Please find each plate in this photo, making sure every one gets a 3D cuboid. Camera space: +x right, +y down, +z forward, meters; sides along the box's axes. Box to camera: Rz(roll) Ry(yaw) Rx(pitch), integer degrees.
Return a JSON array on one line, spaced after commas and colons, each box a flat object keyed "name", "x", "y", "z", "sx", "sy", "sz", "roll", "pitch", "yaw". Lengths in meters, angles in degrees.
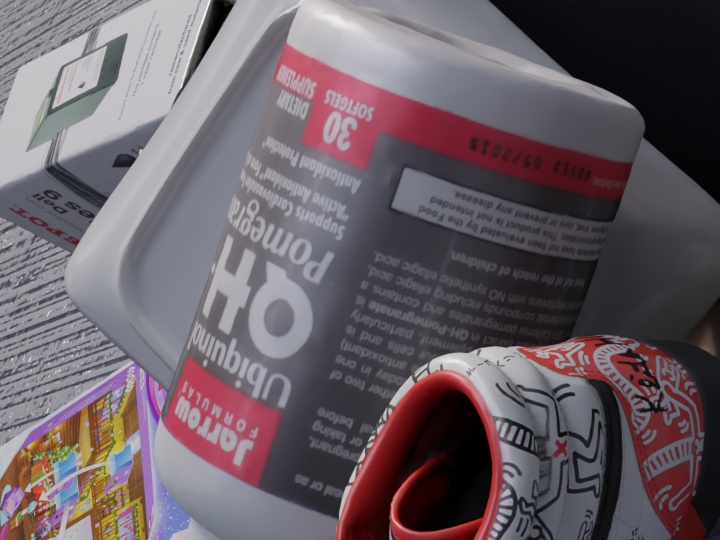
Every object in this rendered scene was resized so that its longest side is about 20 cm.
[{"name": "plate", "x": 0.000, "y": 0.000, "z": 0.775, "sx": 0.200, "sy": 0.032, "sz": 0.200, "roll": 44, "pitch": 118, "yaw": 16}]

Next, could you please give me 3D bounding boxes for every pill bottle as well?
[{"name": "pill bottle", "x": 0.002, "y": 0.028, "z": 0.682, "sx": 0.111, "sy": 0.110, "sz": 0.201, "roll": 35, "pitch": 108, "yaw": 61}]

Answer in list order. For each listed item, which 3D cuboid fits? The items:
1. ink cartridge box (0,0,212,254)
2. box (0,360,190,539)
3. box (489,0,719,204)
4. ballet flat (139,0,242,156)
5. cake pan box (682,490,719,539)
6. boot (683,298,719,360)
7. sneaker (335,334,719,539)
[{"name": "ink cartridge box", "x": -0.074, "y": -0.056, "z": 1.109, "sx": 0.200, "sy": 0.146, "sz": 0.085, "roll": -17, "pitch": 51, "yaw": 52}, {"name": "box", "x": -0.092, "y": 0.119, "z": 0.857, "sx": 0.136, "sy": 0.039, "sz": 0.201, "roll": -33, "pitch": 34, "yaw": 23}, {"name": "box", "x": 0.088, "y": -0.152, "z": 0.869, "sx": 0.117, "sy": 0.196, "sz": 0.201, "roll": -26, "pitch": 42, "yaw": 32}, {"name": "ballet flat", "x": -0.052, "y": -0.050, "z": 0.878, "sx": 0.068, "sy": 0.068, "sz": 0.201, "roll": -48, "pitch": -17, "yaw": -42}, {"name": "cake pan box", "x": 0.118, "y": 0.142, "z": 0.646, "sx": 0.200, "sy": 0.052, "sz": 0.185, "roll": -32, "pitch": 63, "yaw": 42}, {"name": "boot", "x": 0.125, "y": 0.047, "z": 0.782, "sx": 0.200, "sy": 0.070, "sz": 0.147, "roll": 14, "pitch": 68, "yaw": 53}, {"name": "sneaker", "x": 0.031, "y": 0.112, "z": 0.627, "sx": 0.067, "sy": 0.107, "sz": 0.203, "roll": 31, "pitch": 111, "yaw": 45}]
